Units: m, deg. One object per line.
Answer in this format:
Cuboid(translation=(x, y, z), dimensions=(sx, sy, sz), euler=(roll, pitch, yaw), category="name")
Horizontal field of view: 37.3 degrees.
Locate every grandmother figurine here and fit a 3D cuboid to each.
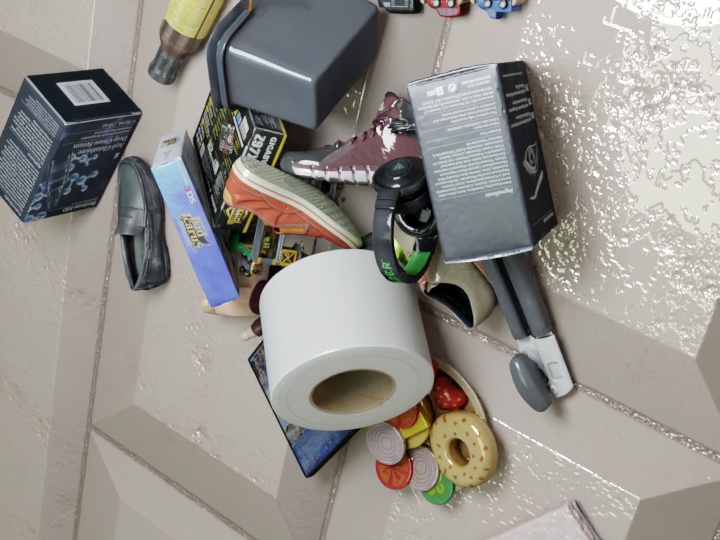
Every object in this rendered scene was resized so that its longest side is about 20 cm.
Cuboid(translation=(-0.139, 0.038, 1.470), dimensions=(0.199, 0.060, 0.122), euler=(0, 77, 43), category="grandmother figurine")

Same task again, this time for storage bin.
Cuboid(translation=(-0.070, -0.271, 1.267), dimensions=(0.134, 0.200, 0.146), euler=(24, 146, 16), category="storage bin")

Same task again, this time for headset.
Cuboid(translation=(0.049, -0.085, 1.208), dimensions=(0.093, 0.124, 0.201), euler=(6, 69, 28), category="headset")

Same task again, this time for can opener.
Cuboid(translation=(0.191, 0.068, 1.251), dimensions=(0.053, 0.067, 0.201), euler=(-14, 105, 39), category="can opener")

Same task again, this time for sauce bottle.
Cuboid(translation=(-0.234, -0.341, 1.449), dimensions=(0.065, 0.065, 0.200), euler=(47, 124, 15), category="sauce bottle")

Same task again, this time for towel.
Cuboid(translation=(0.247, 0.405, 1.337), dimensions=(0.191, 0.032, 0.201), euler=(-37, 81, 36), category="towel")

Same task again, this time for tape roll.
Cuboid(translation=(-0.019, 0.089, 1.306), dimensions=(0.203, 0.202, 0.140), euler=(-41, 45, 36), category="tape roll")

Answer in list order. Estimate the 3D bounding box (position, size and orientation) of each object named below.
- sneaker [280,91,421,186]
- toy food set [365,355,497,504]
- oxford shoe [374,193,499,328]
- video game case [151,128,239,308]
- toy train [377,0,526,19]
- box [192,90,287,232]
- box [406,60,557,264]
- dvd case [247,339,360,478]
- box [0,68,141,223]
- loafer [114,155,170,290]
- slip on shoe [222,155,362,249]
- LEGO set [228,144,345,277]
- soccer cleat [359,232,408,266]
Cuboid(translation=(0.004, -0.162, 1.300), dimensions=(0.198, 0.076, 0.117), euler=(5, 96, -2), category="sneaker")
Cuboid(translation=(0.078, 0.206, 1.391), dimensions=(0.197, 0.049, 0.201), euler=(-33, 83, 38), category="toy food set")
Cuboid(translation=(0.087, -0.016, 1.270), dimensions=(0.200, 0.075, 0.070), euler=(42, 141, -1), category="oxford shoe")
Cuboid(translation=(-0.218, -0.073, 1.425), dimensions=(0.045, 0.181, 0.201), euler=(-21, 110, -1), category="video game case")
Cuboid(translation=(0.103, -0.314, 1.231), dimensions=(0.199, 0.034, 0.046), euler=(10, 113, 34), category="toy train")
Cuboid(translation=(-0.162, -0.173, 1.388), dimensions=(0.160, 0.049, 0.201), euler=(-61, 33, 33), category="box")
Cuboid(translation=(0.138, -0.122, 1.178), dimensions=(0.104, 0.148, 0.202), euler=(-9, 97, 22), category="box")
Cuboid(translation=(-0.082, 0.168, 1.482), dimensions=(0.143, 0.017, 0.201), euler=(-50, 60, 41), category="dvd case")
Cuboid(translation=(-0.445, -0.187, 1.594), dimensions=(0.107, 0.148, 0.200), euler=(47, 125, 16), category="box")
Cuboid(translation=(-0.333, -0.069, 1.596), dimensions=(0.068, 0.070, 0.202), euler=(0, 103, 35), category="loafer")
Cuboid(translation=(-0.081, -0.071, 1.303), dimensions=(0.061, 0.199, 0.074), euler=(-51, 34, 21), category="slip on shoe")
Cuboid(translation=(-0.089, -0.086, 1.409), dimensions=(0.154, 0.115, 0.202), euler=(18, 100, 62), category="LEGO set")
Cuboid(translation=(0.000, 0.000, 1.386), dimensions=(0.200, 0.067, 0.082), euler=(-42, 59, 36), category="soccer cleat")
